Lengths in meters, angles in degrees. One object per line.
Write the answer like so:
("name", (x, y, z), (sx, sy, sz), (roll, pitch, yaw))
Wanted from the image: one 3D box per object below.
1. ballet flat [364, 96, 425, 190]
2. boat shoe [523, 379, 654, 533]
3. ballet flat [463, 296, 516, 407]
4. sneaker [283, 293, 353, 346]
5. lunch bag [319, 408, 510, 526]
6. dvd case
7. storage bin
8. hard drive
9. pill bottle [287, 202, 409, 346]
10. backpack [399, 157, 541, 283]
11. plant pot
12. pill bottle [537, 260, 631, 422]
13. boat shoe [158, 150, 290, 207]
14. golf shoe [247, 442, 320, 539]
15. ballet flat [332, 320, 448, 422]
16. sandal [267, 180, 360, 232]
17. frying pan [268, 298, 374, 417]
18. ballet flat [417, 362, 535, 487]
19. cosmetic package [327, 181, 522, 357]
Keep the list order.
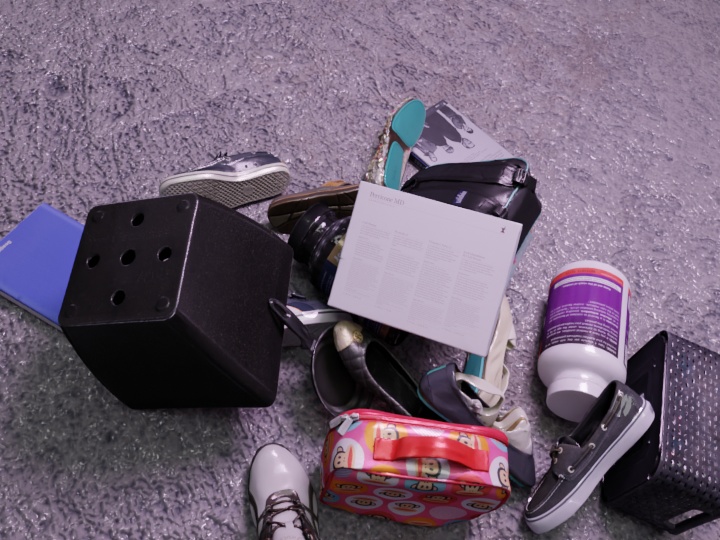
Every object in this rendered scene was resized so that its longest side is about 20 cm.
("ballet flat", (0.048, -0.198, 0.979), (0.076, 0.063, 0.203), (43, 55, -33))
("boat shoe", (0.254, 0.214, 0.709), (0.057, 0.069, 0.200), (42, 91, 2))
("ballet flat", (0.176, 0.110, 0.817), (0.068, 0.070, 0.203), (19, 56, 3))
("sneaker", (-0.109, 0.054, 0.779), (0.195, 0.079, 0.081), (-6, 63, -13))
("lunch bag", (0.056, 0.210, 0.646), (0.195, 0.177, 0.084), (10, 56, -6))
("dvd case", (0.165, -0.201, 1.042), (0.149, 0.025, 0.200), (-35, 70, -29))
("storage bin", (0.377, 0.196, 0.745), (0.092, 0.136, 0.203), (21, 54, 4))
("hard drive", (-0.379, 0.005, 0.791), (0.197, 0.026, 0.133), (28, 56, 8))
("pill bottle", (0.000, 0.000, 0.818), (0.198, 0.113, 0.112), (36, 57, 14))
("backpack", (0.137, -0.064, 0.852), (0.197, 0.155, 0.177), (13, 57, 36))
("plant pot", (-0.202, 0.027, 0.663), (0.195, 0.178, 0.204), (-4, 63, 15))
("pill bottle", (0.300, 0.094, 0.814), (0.110, 0.113, 0.203), (20, 54, 3))
("boat shoe", (-0.201, -0.135, 0.896), (0.196, 0.075, 0.063), (-16, 55, -27))
("golf shoe", (-0.073, 0.269, 0.633), (0.076, 0.095, 0.203), (-10, 57, -16))
("ballet flat", (0.044, 0.133, 0.739), (0.200, 0.057, 0.067), (46, 48, -2))
("sandal", (-0.042, -0.099, 0.908), (0.194, 0.083, 0.055), (-7, 44, -7))
("frying pan", (-0.047, 0.115, 0.724), (0.188, 0.031, 0.118), (23, 59, -42))
("ballet flat", (0.155, 0.177, 0.711), (0.199, 0.073, 0.074), (41, 54, -12))
("cosmetic package", (0.075, -0.004, 0.714), (0.196, 0.052, 0.155), (17, 94, 15))
